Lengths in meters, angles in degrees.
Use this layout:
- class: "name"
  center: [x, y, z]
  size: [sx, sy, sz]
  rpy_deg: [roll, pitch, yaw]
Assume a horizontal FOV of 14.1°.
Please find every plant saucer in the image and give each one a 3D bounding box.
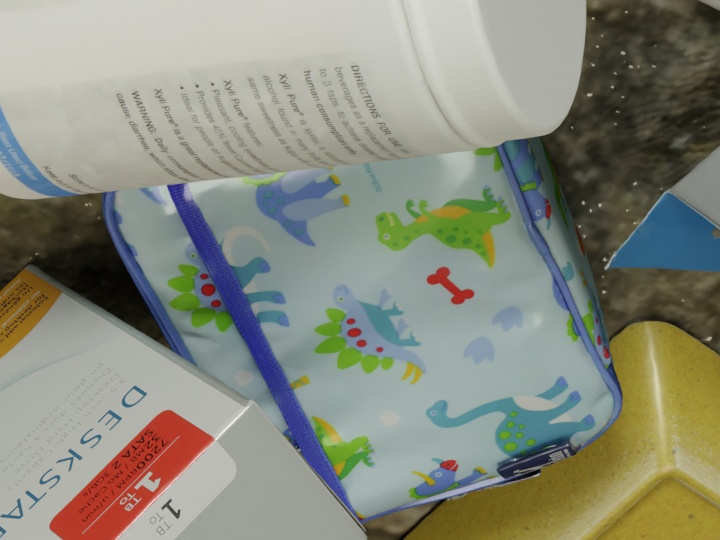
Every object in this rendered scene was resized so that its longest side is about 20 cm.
- class: "plant saucer"
  center: [0.128, 0.141, 1.222]
  size: [0.200, 0.049, 0.200]
  rpy_deg: [33, 117, -24]

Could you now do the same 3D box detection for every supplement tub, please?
- class: "supplement tub"
  center: [-0.038, -0.096, 0.959]
  size: [0.199, 0.132, 0.132]
  rpy_deg: [-5, 128, 21]

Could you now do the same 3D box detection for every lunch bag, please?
- class: "lunch bag"
  center: [0.000, 0.000, 1.093]
  size: [0.160, 0.083, 0.200]
  rpy_deg: [-17, 124, 11]

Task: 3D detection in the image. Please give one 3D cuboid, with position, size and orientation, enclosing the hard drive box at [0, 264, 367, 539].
- class: "hard drive box"
  center: [-0.114, 0.097, 1.047]
  size: [0.156, 0.200, 0.077]
  rpy_deg: [-45, 121, -12]

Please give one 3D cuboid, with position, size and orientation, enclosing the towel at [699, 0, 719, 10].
- class: "towel"
  center: [0.179, -0.147, 1.037]
  size: [0.200, 0.023, 0.153]
  rpy_deg: [22, 122, -21]

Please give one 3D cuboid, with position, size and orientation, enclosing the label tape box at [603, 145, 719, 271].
- class: "label tape box"
  center: [0.205, -0.036, 1.041]
  size: [0.143, 0.066, 0.200]
  rpy_deg: [4, 140, -46]
